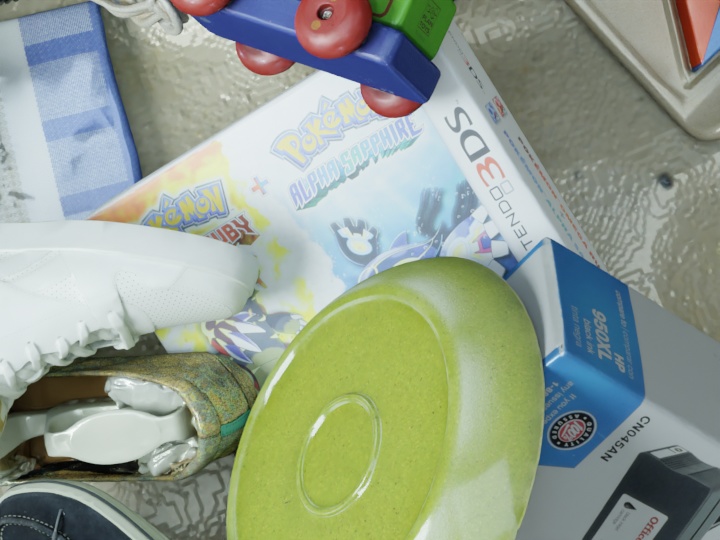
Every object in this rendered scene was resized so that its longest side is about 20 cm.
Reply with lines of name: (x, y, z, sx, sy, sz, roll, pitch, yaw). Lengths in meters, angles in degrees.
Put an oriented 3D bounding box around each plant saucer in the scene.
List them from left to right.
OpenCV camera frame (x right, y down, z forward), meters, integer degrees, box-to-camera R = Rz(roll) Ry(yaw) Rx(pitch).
plant saucer: (0.000, 0.084, 1.167, 0.031, 0.200, 0.200, 23, 84, -34)

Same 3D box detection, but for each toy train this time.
toy train: (-0.040, -0.153, 1.203, 0.200, 0.085, 0.116, 21, 81, 30)

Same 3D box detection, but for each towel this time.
towel: (-0.207, -0.041, 1.325, 0.200, 0.024, 0.147, -15, 85, -1)

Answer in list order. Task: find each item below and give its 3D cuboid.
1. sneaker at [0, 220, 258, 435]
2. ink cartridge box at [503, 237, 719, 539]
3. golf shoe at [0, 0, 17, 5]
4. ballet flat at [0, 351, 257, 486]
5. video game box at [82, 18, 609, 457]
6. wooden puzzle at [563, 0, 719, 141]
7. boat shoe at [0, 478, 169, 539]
sneaker: (-0.147, 0.039, 1.219, 0.200, 0.074, 0.116, 0, 69, 9)
ink cartridge box: (0.116, 0.099, 1.215, 0.200, 0.084, 0.145, 30, 121, -24)
golf shoe: (-0.125, -0.210, 1.207, 0.094, 0.078, 0.200, 36, 80, 10)
ballet flat: (-0.148, 0.073, 1.265, 0.200, 0.071, 0.071, -4, 85, 18)
video game box: (0.000, 0.000, 1.262, 0.200, 0.047, 0.182, -31, 93, 20)
wooden puzzle: (0.171, -0.194, 1.325, 0.185, 0.046, 0.200, -43, 86, -3)
boat shoe: (-0.110, 0.151, 1.197, 0.062, 0.075, 0.200, -34, 41, -26)
